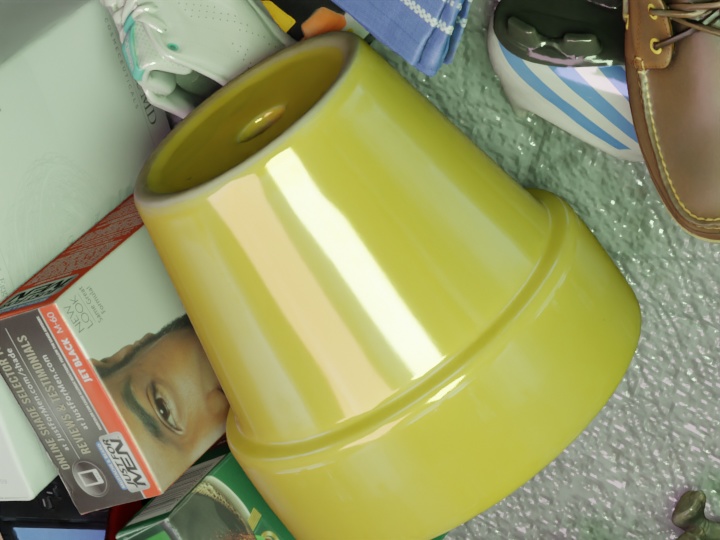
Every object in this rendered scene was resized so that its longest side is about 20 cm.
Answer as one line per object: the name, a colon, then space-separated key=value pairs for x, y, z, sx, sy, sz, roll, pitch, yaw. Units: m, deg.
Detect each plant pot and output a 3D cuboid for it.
plant pot: x=0.000 y=0.000 z=1.296 sx=0.201 sy=0.201 sz=0.189 roll=-18 pitch=117 yaw=40

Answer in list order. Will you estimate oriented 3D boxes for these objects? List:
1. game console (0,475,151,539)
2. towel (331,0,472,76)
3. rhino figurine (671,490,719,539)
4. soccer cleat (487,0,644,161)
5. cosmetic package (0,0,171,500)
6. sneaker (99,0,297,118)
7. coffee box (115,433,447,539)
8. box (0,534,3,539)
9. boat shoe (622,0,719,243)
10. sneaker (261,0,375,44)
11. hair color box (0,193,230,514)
game console: x=-0.137 y=0.207 z=1.489 sx=0.172 sy=0.119 sz=0.200 roll=-2 pitch=117 yaw=35
towel: x=0.027 y=-0.203 z=1.224 sx=0.145 sy=0.024 sz=0.200 roll=41 pitch=117 yaw=36
rhino figurine: x=0.186 y=0.154 z=1.383 sx=0.200 sy=0.060 sz=0.087 roll=-26 pitch=116 yaw=40
soccer cleat: x=0.153 y=-0.079 z=1.263 sx=0.200 sy=0.070 sz=0.086 roll=19 pitch=150 yaw=20
cosmetic package: x=-0.189 y=-0.017 z=1.431 sx=0.123 sy=0.200 sz=0.199 roll=-3 pitch=117 yaw=32
sneaker: x=-0.098 y=-0.127 z=1.375 sx=0.200 sy=0.088 sz=0.075 roll=45 pitch=134 yaw=1
coffee box: x=-0.030 y=0.127 z=1.417 sx=0.044 sy=0.200 sz=0.123 roll=-25 pitch=101 yaw=38
box: x=-0.153 y=0.105 z=1.567 sx=0.200 sy=0.078 sz=0.095 roll=2 pitch=119 yaw=33
boat shoe: x=0.142 y=-0.112 z=1.179 sx=0.072 sy=0.068 sz=0.200 roll=-4 pitch=85 yaw=18
sneaker: x=0.009 y=-0.174 z=1.285 sx=0.090 sy=0.070 sz=0.200 roll=43 pitch=135 yaw=-2
hair color box: x=-0.092 y=0.021 z=1.389 sx=0.064 sy=0.200 sz=0.111 roll=-16 pitch=109 yaw=39
